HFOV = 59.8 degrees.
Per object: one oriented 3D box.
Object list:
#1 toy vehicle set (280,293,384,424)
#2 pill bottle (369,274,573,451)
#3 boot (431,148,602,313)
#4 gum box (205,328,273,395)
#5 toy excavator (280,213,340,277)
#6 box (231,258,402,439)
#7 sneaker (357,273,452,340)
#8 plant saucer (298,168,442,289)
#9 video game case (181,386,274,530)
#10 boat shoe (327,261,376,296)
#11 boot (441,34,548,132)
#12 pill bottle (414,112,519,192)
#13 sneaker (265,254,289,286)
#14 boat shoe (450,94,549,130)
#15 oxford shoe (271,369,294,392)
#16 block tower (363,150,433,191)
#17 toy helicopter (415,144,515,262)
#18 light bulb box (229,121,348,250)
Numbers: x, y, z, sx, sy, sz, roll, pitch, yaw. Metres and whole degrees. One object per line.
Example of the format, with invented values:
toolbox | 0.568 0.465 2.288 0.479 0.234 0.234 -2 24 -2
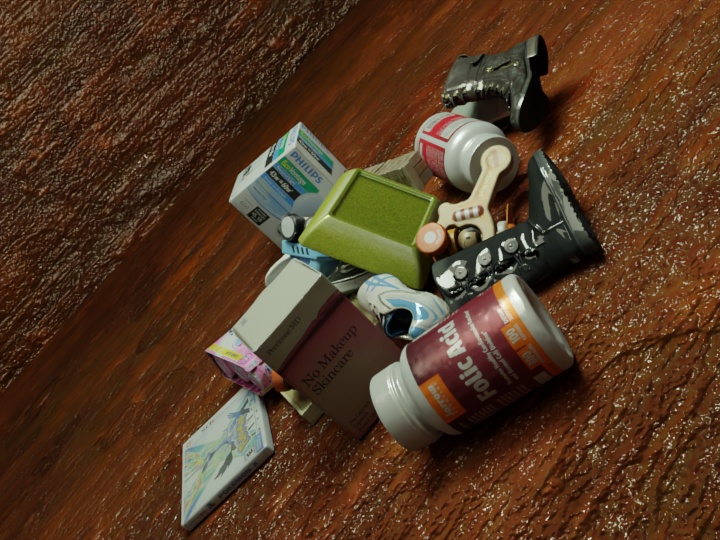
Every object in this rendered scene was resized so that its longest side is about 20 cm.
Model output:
toy vehicle set | -0.040 0.130 0.970 0.200 0.027 0.124 -50 26 -9
pill bottle | 0.115 0.104 0.676 0.200 0.114 0.114 -37 27 17
boot | 0.181 -0.041 0.803 0.199 0.065 0.166 -34 50 27
gum box | -0.176 0.141 1.085 0.113 0.066 0.200 -40 21 -25
toy excavator | -0.094 -0.002 1.118 0.194 0.099 0.202 9 101 44
box | -0.046 0.102 0.819 0.128 0.200 0.109 -49 27 -9
sneaker | 0.043 0.053 0.845 0.072 0.072 0.200 -29 20 -22
plant saucer | 0.032 -0.082 0.965 0.200 0.199 0.048 -62 -10 -46
video game case | -0.221 0.288 1.017 0.182 0.022 0.200 -44 26 4
boat shoe | 0.000 0.000 1.033 0.199 0.071 0.064 -20 76 31
boot | 0.213 -0.292 1.029 0.173 0.069 0.201 -6 55 36
pill bottle | 0.172 -0.191 1.022 0.112 0.112 0.200 -44 26 3
sneaker | -0.111 -0.037 1.279 0.199 0.074 0.116 -35 24 -1
boat shoe | 0.239 -0.278 1.114 0.199 0.060 0.076 -2 74 53
oxford shoe | -0.075 0.110 0.968 0.072 0.072 0.201 -4 37 14
block tower | 0.042 -0.156 1.104 0.058 0.054 0.199 -48 23 -27
toy helicopter | 0.175 -0.084 0.889 0.132 0.079 0.201 18 82 34
light bulb box | -0.140 -0.172 1.363 0.199 0.198 0.125 -35 29 24
